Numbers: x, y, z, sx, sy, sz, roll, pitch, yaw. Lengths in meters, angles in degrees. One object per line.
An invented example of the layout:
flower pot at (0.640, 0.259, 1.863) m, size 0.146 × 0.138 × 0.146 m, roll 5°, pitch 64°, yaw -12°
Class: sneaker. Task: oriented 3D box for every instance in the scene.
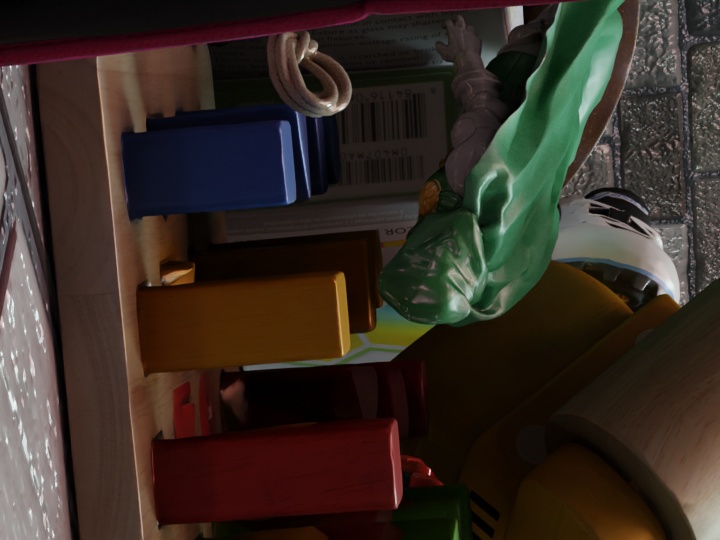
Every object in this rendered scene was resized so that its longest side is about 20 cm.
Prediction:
sneaker at (0.096, -0.004, 0.988) m, size 0.200 × 0.071 × 0.073 m, roll 121°, pitch -10°, yaw -86°

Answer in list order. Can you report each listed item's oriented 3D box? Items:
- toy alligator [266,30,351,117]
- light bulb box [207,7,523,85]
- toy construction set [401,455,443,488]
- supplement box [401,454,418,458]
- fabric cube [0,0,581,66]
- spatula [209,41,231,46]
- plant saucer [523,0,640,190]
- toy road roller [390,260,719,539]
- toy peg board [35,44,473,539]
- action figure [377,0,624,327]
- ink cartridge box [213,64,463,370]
toy alligator at (-0.047, -0.113, 0.734) m, size 0.054 × 0.059 × 0.201 m, roll -43°, pitch -133°, yaw 37°
light bulb box at (-0.003, -0.161, 0.925) m, size 0.200 × 0.124 × 0.200 m, roll 73°, pitch 14°, yaw -63°
toy construction set at (0.068, 0.132, 1.017) m, size 0.200 × 0.130 × 0.093 m, roll 122°, pitch -16°, yaw -75°
supplement box at (0.083, 0.139, 1.211) m, size 0.197 × 0.198 × 0.134 m, roll -12°, pitch 97°, yaw -85°
fabric cube at (-0.006, -0.165, 0.515) m, size 0.199 × 0.198 × 0.198 m, roll -83°, pitch 167°, yaw -74°
spatula at (-0.051, -0.172, 0.800) m, size 0.021 × 0.056 × 0.202 m, roll 141°, pitch -51°, yaw -71°
plant saucer at (0.030, -0.098, 1.050) m, size 0.034 × 0.199 × 0.202 m, roll 29°, pitch 50°, yaw -44°
toy road roller at (0.079, 0.055, 0.838) m, size 0.146 × 0.123 × 0.200 m, roll 46°, pitch -22°, yaw 17°
toy peg board at (-0.022, 0.028, 0.729) m, size 0.200 × 0.097 × 0.201 m, roll -48°, pitch 134°, yaw -83°
action figure at (0.047, -0.042, 0.782) m, size 0.200 × 0.054 × 0.119 m, roll -60°, pitch 159°, yaw -54°
ink cartridge box at (0.000, 0.000, 0.948) m, size 0.200 × 0.103 × 0.060 m, roll 77°, pitch 10°, yaw -60°
